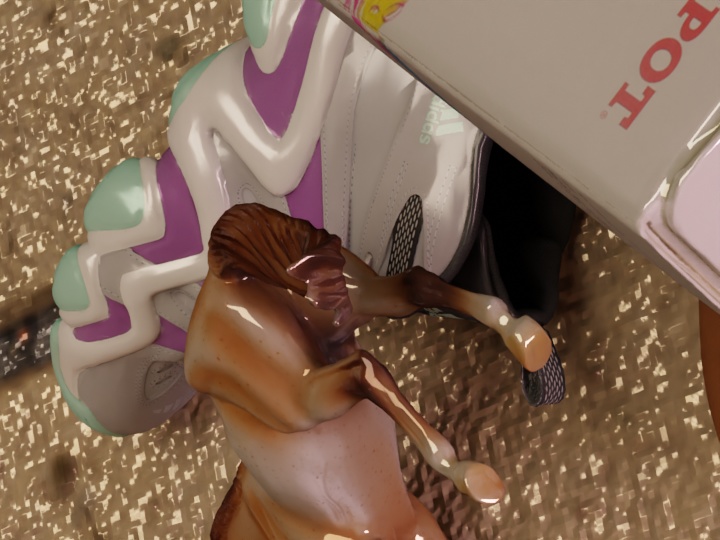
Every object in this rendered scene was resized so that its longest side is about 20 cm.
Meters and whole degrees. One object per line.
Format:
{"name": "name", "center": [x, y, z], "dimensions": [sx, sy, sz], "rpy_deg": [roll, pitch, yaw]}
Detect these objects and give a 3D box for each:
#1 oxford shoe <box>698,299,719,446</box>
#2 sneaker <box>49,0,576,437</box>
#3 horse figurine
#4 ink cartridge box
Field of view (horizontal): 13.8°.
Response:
{"name": "oxford shoe", "center": [0.109, -0.035, 0.752], "dimensions": [0.071, 0.071, 0.201], "rpy_deg": [0, 84, 33]}
{"name": "sneaker", "center": [0.000, 0.000, 0.824], "dimensions": [0.140, 0.078, 0.200], "rpy_deg": [43, 121, 22]}
{"name": "horse figurine", "center": [-0.003, 0.046, 0.777], "dimensions": [0.132, 0.200, 0.050], "rpy_deg": [25, 56, 36]}
{"name": "ink cartridge box", "center": [0.067, -0.094, 0.687], "dimensions": [0.145, 0.087, 0.200], "rpy_deg": [-51, 46, 2]}
